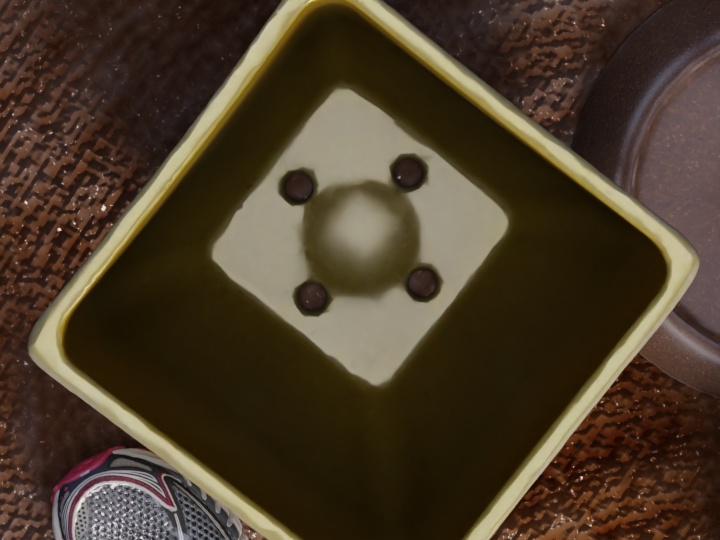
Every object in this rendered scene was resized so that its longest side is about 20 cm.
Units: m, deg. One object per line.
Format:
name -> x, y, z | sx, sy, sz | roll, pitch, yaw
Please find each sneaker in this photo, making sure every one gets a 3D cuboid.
sneaker -> -0.070, 0.169, 1.330 | 0.080, 0.075, 0.201 | -32, 97, 4

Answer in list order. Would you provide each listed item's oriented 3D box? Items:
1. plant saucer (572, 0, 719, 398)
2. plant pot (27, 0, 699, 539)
plant saucer -> 0.193, -0.035, 1.322 | 0.199, 0.034, 0.202 | 0, 98, -1
plant pot -> 0.000, 0.000, 1.241 | 0.194, 0.200, 0.196 | 38, 96, -5
